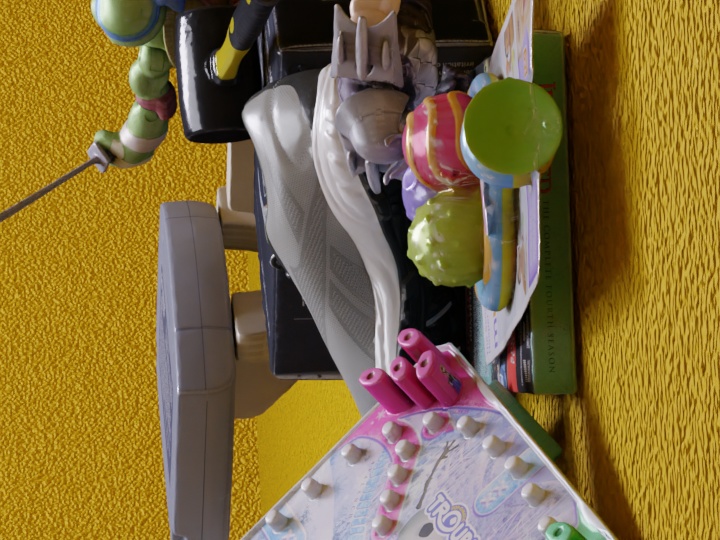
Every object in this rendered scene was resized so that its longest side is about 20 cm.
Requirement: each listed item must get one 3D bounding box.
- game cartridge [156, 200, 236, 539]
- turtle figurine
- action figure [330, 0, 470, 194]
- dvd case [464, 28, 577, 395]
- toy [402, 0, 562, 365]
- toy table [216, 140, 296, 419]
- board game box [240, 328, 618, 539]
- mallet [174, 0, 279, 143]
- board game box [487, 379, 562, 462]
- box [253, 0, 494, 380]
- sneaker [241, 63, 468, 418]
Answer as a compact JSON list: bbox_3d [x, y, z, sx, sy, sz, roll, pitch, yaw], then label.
[{"bbox_3d":[-0.093,0.051,1.624,0.200,0.041,0.133,-101,9,-57],"label":"game cartridge"},{"bbox_3d":[-0.128,-0.135,1.556,0.144,0.200,0.194,57,-155,11],"label":"turtle figurine"},{"bbox_3d":[0.020,-0.120,1.229,0.130,0.069,0.200,103,174,-54],"label":"action figure"},{"bbox_3d":[0.065,-0.020,1.230,0.200,0.022,0.146,159,109,-83],"label":"dvd case"},{"bbox_3d":[0.040,-0.035,1.124,0.200,0.047,0.116,121,149,-78],"label":"toy"},{"bbox_3d":[-0.019,0.002,1.628,0.184,0.117,0.201,-110,20,-73],"label":"toy table"},{"bbox_3d":[-0.008,0.133,1.079,0.026,0.200,0.200,43,-176,-31],"label":"board game box"},{"bbox_3d":[-0.057,-0.116,1.325,0.200,0.041,0.066,119,146,-72],"label":"mallet"},{"bbox_3d":[0.007,0.132,1.257,0.045,0.152,0.200,46,167,8],"label":"board game box"},{"bbox_3d":[0.002,-0.067,1.435,0.148,0.104,0.200,-99,8,-52],"label":"box"},{"bbox_3d":[0.000,0.000,1.326,0.074,0.079,0.201,-32,-67,-52],"label":"sneaker"}]
